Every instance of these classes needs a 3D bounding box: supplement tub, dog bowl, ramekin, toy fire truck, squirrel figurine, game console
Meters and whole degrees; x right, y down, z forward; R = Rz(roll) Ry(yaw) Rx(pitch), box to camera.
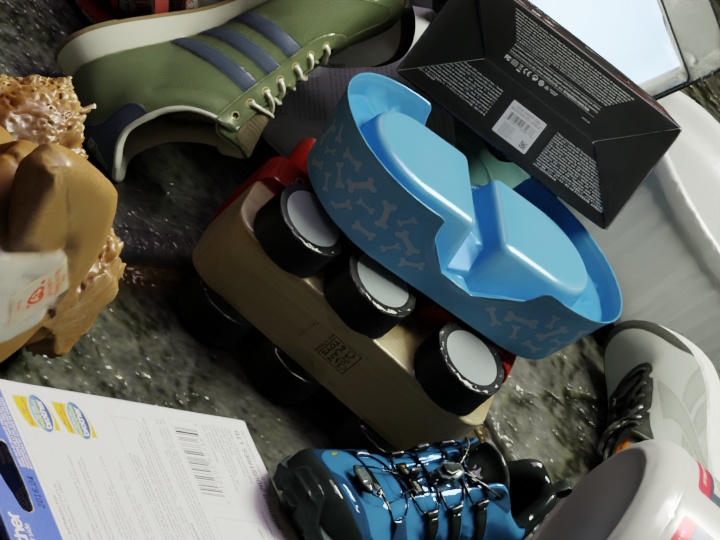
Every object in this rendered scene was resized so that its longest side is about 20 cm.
[{"bbox_3d":[0.189,0.201,1.367,0.200,0.140,0.140,41,27,-9],"label":"supplement tub"},{"bbox_3d":[0.054,-0.024,1.365,0.200,0.050,0.112,34,27,-24],"label":"dog bowl"},{"bbox_3d":[0.223,-0.016,1.740,0.200,0.098,0.201,43,26,-27],"label":"ramekin"},{"bbox_3d":[0.000,0.000,1.426,0.176,0.129,0.200,40,37,-11],"label":"toy fire truck"},{"bbox_3d":[-0.204,-0.047,1.194,0.187,0.142,0.200,44,11,20],"label":"squirrel figurine"},{"bbox_3d":[0.159,-0.185,1.623,0.199,0.116,0.177,-24,96,-26],"label":"game console"}]

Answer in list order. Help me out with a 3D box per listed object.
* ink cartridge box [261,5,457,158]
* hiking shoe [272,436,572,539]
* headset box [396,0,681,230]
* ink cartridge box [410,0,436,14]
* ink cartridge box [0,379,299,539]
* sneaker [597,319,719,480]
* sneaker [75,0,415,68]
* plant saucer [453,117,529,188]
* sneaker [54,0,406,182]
[{"bbox_3d":[-0.045,-0.120,1.573,0.199,0.057,0.163,6,37,-9],"label":"ink cartridge box"},{"bbox_3d":[0.029,0.110,1.294,0.075,0.087,0.200,57,18,25],"label":"hiking shoe"},{"bbox_3d":[0.103,-0.106,1.485,0.149,0.077,0.200,38,9,-1],"label":"headset box"},{"bbox_3d":[0.109,-0.204,1.767,0.200,0.146,0.147,15,17,-45],"label":"ink cartridge box"},{"bbox_3d":[-0.109,0.114,1.173,0.200,0.042,0.120,17,38,-49],"label":"ink cartridge box"},{"bbox_3d":[0.183,0.101,1.578,0.079,0.074,0.201,23,34,-28],"label":"sneaker"},{"bbox_3d":[-0.075,-0.154,1.490,0.201,0.068,0.108,22,29,27],"label":"sneaker"},{"bbox_3d":[0.057,-0.065,1.673,0.200,0.027,0.200,35,28,-22],"label":"plant saucer"},{"bbox_3d":[-0.065,-0.104,1.414,0.067,0.199,0.090,86,-10,-71],"label":"sneaker"}]
